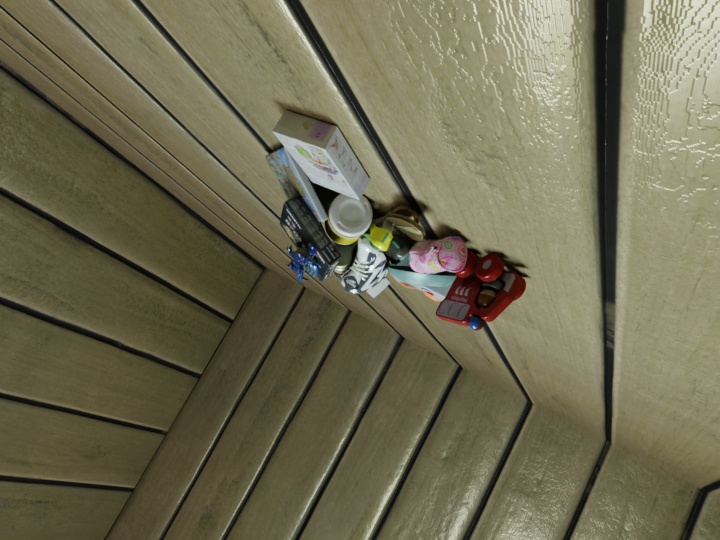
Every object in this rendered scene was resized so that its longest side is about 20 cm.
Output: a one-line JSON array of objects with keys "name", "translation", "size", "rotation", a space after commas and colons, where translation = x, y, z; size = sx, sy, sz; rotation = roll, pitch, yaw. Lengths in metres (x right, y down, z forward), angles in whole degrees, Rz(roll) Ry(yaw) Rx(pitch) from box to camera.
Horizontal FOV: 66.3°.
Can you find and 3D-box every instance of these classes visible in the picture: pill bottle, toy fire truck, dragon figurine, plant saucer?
[{"name": "pill bottle", "translation": [-0.037, -0.128, 1.437], "size": [0.110, 0.112, 0.200], "rotation": [31, 169, -4]}, {"name": "toy fire truck", "translation": [0.274, 0.056, 1.269], "size": [0.112, 0.170, 0.199], "rotation": [35, 169, -29]}, {"name": "dragon figurine", "translation": [-0.145, -0.007, 1.411], "size": [0.100, 0.058, 0.202], "rotation": [53, 155, 34]}, {"name": "plant saucer", "translation": [0.169, 0.016, 1.502], "size": [0.196, 0.037, 0.200], "rotation": [5, -174, -1]}]

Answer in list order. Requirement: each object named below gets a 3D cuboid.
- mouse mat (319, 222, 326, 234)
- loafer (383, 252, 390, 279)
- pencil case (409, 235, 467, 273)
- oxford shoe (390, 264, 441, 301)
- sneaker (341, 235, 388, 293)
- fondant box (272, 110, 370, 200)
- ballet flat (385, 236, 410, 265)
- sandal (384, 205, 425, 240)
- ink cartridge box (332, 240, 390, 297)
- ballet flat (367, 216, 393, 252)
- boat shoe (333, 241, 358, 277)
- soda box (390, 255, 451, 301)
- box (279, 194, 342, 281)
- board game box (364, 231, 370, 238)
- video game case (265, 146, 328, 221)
[{"name": "mouse mat", "translation": [-0.118, -0.143, 1.530], "size": [0.200, 0.007, 0.163], "rotation": [-125, 10, -65]}, {"name": "loafer", "translation": [0.063, -0.023, 1.647], "size": [0.062, 0.073, 0.200], "rotation": [-7, -162, 2]}, {"name": "pencil case", "translation": [0.181, -0.036, 1.316], "size": [0.087, 0.088, 0.200], "rotation": [32, 172, -11]}, {"name": "oxford shoe", "translation": [0.183, 0.021, 1.694], "size": [0.197, 0.072, 0.073], "rotation": [25, 152, -1]}, {"name": "sneaker", "translation": [0.000, 0.000, 1.452], "size": [0.079, 0.130, 0.200], "rotation": [41, 169, 18]}, {"name": "fondant box", "translation": [-0.078, -0.242, 1.172], "size": [0.143, 0.059, 0.200], "rotation": [25, 169, 29]}, {"name": "ballet flat", "translation": [0.099, -0.062, 1.504], "size": [0.068, 0.068, 0.200], "rotation": [44, 175, 2]}, {"name": "sandal", "translation": [0.105, -0.119, 1.272], "size": [0.080, 0.054, 0.200], "rotation": [38, -177, -13]}, {"name": "ink cartridge box", "translation": [-0.002, -0.019, 1.820], "size": [0.147, 0.083, 0.200], "rotation": [52, -175, 36]}, {"name": "ballet flat", "translation": [0.055, -0.101, 1.397], "size": [0.066, 0.068, 0.200], "rotation": [31, -165, -10]}, {"name": "boat shoe", "translation": [-0.041, -0.062, 1.559], "size": [0.073, 0.202, 0.063], "rotation": [9, 138, 6]}, {"name": "soda box", "translation": [0.187, 0.020, 1.624], "size": [0.198, 0.069, 0.064], "rotation": [28, 169, 17]}, {"name": "box", "translation": [-0.133, -0.081, 1.438], "size": [0.201, 0.046, 0.159], "rotation": [54, 161, 5]}, {"name": "board game box", "translation": [0.027, -0.095, 1.654], "size": [0.095, 0.030, 0.199], "rotation": [36, 166, -27]}, {"name": "video game case", "translation": [-0.166, -0.215, 1.406], "size": [0.202, 0.022, 0.181], "rotation": [63, 160, -15]}]
